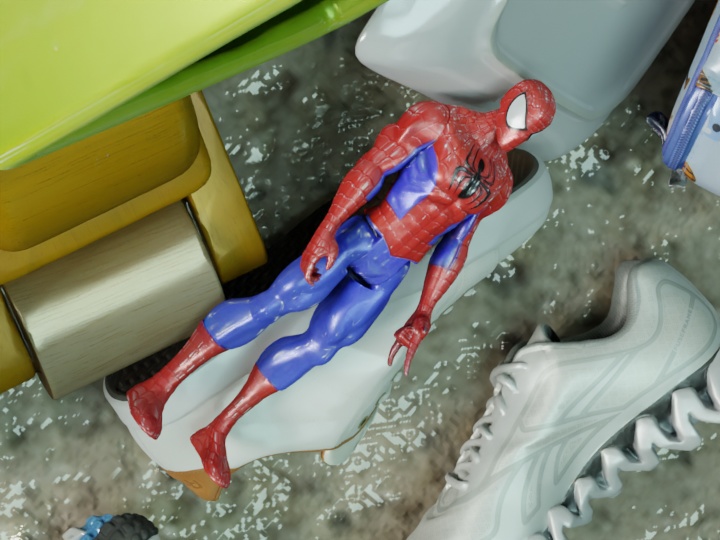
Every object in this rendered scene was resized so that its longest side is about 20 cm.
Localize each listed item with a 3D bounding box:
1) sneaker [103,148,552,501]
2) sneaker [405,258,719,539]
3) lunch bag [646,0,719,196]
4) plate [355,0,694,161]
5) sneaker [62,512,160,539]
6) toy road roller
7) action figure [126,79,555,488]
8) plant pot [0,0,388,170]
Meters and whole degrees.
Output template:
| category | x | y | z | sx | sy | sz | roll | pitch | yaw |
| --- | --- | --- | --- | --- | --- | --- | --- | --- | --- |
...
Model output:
| category | x | y | z | sx | sy | sz | roll | pitch | yaw |
| --- | --- | --- | --- | --- | --- | --- | --- | --- | --- |
| sneaker | -0.001 | 0.023 | 1.198 | 0.200 | 0.073 | 0.085 | -30 | 120 | 5 |
| sneaker | 0.074 | 0.074 | 1.249 | 0.200 | 0.075 | 0.081 | -40 | 104 | -5 |
| lunch bag | 0.184 | -0.113 | 1.172 | 0.076 | 0.160 | 0.200 | 27 | 102 | 4 |
| plate | 0.100 | -0.137 | 1.131 | 0.200 | 0.032 | 0.200 | -55 | 154 | 6 |
| sneaker | -0.098 | 0.189 | 1.227 | 0.087 | 0.075 | 0.200 | -1 | 117 | -28 |
| toy road roller | -0.110 | -0.038 | 1.086 | 0.123 | 0.146 | 0.200 | -26 | 116 | -10 |
| action figure | 0.000 | 0.000 | 1.118 | 0.200 | 0.052 | 0.065 | -46 | 120 | 9 |
| plant pot | -0.039 | -0.168 | 0.932 | 0.200 | 0.199 | 0.182 | -30 | 94 | -51 |
